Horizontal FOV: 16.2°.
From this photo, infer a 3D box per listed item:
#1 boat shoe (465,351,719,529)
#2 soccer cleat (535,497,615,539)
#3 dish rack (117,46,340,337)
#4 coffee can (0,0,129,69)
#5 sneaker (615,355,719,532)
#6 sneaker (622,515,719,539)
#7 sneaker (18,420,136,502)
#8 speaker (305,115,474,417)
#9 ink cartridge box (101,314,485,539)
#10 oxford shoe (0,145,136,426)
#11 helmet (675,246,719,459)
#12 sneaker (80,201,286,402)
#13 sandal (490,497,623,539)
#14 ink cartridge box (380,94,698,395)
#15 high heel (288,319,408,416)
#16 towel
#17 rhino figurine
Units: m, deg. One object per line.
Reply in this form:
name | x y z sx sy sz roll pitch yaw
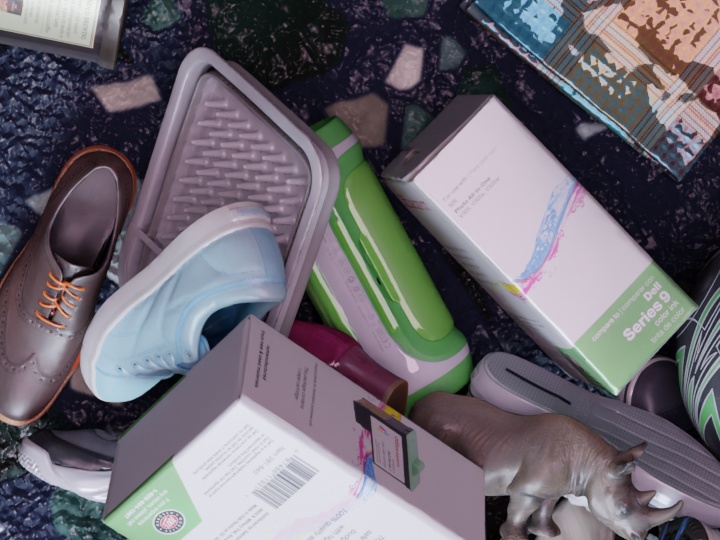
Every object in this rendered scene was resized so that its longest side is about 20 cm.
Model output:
boat shoe | 0.159 0.126 1.701 0.199 0.074 0.067 31 124 12
soccer cleat | 0.140 0.233 1.677 0.069 0.077 0.201 40 55 -24
dish rack | -0.082 -0.029 1.661 0.043 0.172 0.201 -3 124 -39
coffee can | -0.243 -0.223 1.638 0.199 0.146 0.147 11 95 -6
sneaker | 0.240 0.154 1.745 0.078 0.079 0.201 -24 102 -28
sneaker | 0.216 0.211 1.671 0.077 0.200 0.076 15 78 -10
sneaker | -0.129 0.103 1.722 0.199 0.075 0.115 10 95 -12
speaker | 0.000 0.000 1.713 0.088 0.088 0.201 -29 98 -1
ink cartridge box | -0.038 0.143 1.591 0.199 0.084 0.145 34 123 -22
oxford shoe | -0.208 0.012 1.703 0.071 0.073 0.201 18 95 -7
helmet | 0.304 0.051 1.676 0.190 0.200 0.201 19 95 -40
sneaker | -0.115 0.043 1.615 0.074 0.200 0.082 1 56 -37
sandal | 0.122 0.202 1.766 0.200 0.043 0.076 -42 98 1
ink cartridge box | 0.115 -0.021 1.689 0.200 0.145 0.088 44 87 -7
high heel | -0.026 0.123 1.712 0.096 0.067 0.201 31 127 22
towel | 0.189 -0.177 1.742 0.200 0.022 0.147 39 92 -8
rhino figurine | 0.114 0.133 1.646 0.199 0.060 0.088 11 103 19
